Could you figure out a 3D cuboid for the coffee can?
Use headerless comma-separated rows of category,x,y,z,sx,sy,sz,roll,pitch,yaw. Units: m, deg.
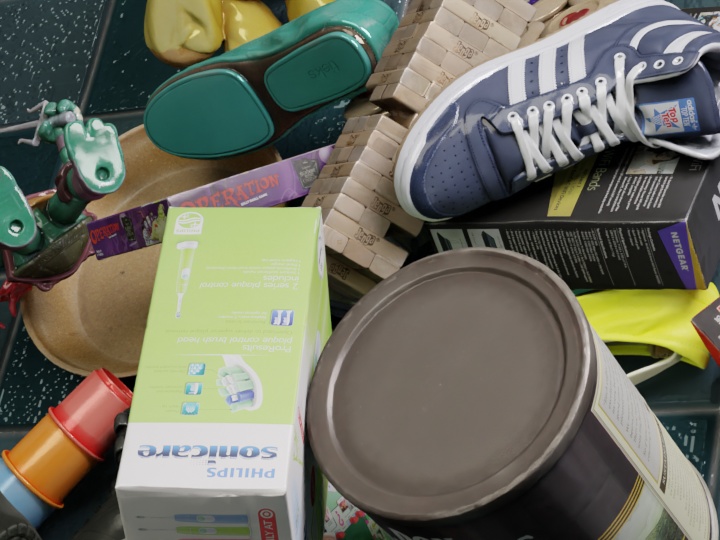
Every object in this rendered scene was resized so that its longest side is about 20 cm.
coffee can,0.082,0.101,1.097,0.146,0.200,0.146,-15,53,21

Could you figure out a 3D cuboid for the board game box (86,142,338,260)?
board game box,-0.050,-0.052,1.285,0.200,0.032,0.120,-20,0,-30

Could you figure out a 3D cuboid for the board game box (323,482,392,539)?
board game box,-0.034,0.121,1.206,0.135,0.029,0.200,-1,44,-7

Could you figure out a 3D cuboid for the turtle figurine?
turtle figurine,-0.209,-0.037,1.356,0.150,0.101,0.200,-52,10,-18

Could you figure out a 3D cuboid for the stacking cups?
stacking cups,-0.214,0.143,1.318,0.200,0.061,0.061,-46,48,3

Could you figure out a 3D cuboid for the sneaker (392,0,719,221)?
sneaker,0.119,-0.079,1.157,0.200,0.070,0.108,-32,34,-18

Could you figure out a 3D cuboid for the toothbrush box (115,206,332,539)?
toothbrush box,-0.063,0.085,1.111,0.086,0.146,0.200,1,43,6

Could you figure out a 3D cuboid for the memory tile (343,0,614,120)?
memory tile,0.088,-0.152,1.323,0.200,0.017,0.153,-17,25,37

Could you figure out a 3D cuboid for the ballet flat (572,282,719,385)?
ballet flat,0.105,0.043,1.219,0.200,0.067,0.067,-10,76,22

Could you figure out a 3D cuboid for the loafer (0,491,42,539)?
loafer,-0.238,0.153,1.250,0.070,0.200,0.075,15,48,30

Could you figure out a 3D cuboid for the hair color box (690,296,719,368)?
hair color box,0.286,0.007,1.136,0.200,0.061,0.102,-38,48,1

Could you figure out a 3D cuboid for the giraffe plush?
giraffe plush,-0.074,-0.224,1.455,0.173,0.200,0.162,-40,14,17

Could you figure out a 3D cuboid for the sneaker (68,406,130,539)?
sneaker,-0.136,0.142,1.284,0.200,0.071,0.099,-35,49,-4

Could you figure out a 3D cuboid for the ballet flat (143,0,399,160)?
ballet flat,-0.049,-0.121,1.361,0.200,0.067,0.070,-18,19,40

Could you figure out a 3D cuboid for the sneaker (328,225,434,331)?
sneaker,0.000,0.000,1.277,0.200,0.074,0.081,-20,62,-13

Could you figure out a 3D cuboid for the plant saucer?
plant saucer,-0.127,-0.011,1.402,0.200,0.035,0.200,-15,52,21

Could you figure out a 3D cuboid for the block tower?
block tower,0.028,-0.083,1.219,0.200,0.058,0.054,-64,20,-10

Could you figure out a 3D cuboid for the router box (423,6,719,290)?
router box,0.146,-0.072,1.240,0.157,0.052,0.200,0,42,30
